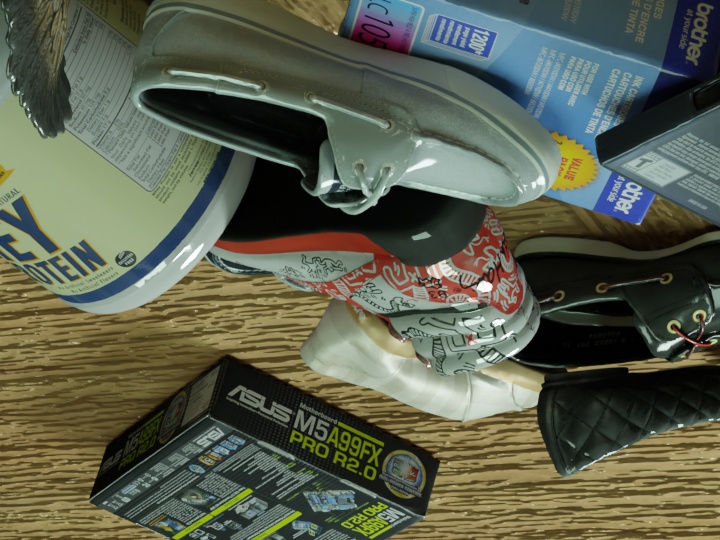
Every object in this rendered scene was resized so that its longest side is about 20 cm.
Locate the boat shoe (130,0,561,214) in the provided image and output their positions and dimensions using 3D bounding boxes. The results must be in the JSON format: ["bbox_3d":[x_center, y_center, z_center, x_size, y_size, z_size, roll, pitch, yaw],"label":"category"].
[{"bbox_3d":[-0.010,-0.061,1.278,0.200,0.072,0.070,21,151,-4],"label":"boat shoe"}]

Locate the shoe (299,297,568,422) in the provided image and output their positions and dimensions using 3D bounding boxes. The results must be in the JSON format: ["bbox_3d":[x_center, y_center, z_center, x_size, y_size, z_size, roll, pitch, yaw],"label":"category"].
[{"bbox_3d":[0.041,0.044,1.543,0.053,0.070,0.199,-47,145,20],"label":"shoe"}]

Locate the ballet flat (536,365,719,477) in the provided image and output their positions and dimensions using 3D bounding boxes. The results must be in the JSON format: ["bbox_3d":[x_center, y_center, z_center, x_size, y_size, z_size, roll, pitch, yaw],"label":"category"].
[{"bbox_3d":[0.179,0.081,1.541,0.199,0.057,0.066,0,175,-29],"label":"ballet flat"}]

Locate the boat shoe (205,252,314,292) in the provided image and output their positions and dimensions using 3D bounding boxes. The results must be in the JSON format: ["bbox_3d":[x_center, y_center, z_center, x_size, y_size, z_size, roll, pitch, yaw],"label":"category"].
[{"bbox_3d":[-0.025,-0.023,1.511,0.072,0.068,0.199,34,146,-30],"label":"boat shoe"}]

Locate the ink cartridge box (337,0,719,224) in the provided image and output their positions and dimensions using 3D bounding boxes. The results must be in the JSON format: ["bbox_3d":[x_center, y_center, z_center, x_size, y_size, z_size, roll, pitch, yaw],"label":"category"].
[{"bbox_3d":[0.090,-0.100,1.313,0.199,0.077,0.137,16,151,-2],"label":"ink cartridge box"}]

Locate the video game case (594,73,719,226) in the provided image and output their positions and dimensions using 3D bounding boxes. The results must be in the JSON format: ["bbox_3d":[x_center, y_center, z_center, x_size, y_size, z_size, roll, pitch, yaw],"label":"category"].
[{"bbox_3d":[0.224,-0.072,1.259,0.199,0.019,0.142,-27,149,31],"label":"video game case"}]

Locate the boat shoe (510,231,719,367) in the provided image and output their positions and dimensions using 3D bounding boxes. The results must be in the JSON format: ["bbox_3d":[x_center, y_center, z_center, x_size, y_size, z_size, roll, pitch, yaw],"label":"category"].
[{"bbox_3d":[0.167,0.020,1.496,0.200,0.063,0.074,-2,145,27],"label":"boat shoe"}]

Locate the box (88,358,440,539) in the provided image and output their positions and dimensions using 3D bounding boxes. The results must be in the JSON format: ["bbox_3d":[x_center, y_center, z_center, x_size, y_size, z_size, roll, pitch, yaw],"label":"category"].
[{"bbox_3d":[-0.066,0.136,1.835,0.159,0.045,0.200,26,150,-17],"label":"box"}]

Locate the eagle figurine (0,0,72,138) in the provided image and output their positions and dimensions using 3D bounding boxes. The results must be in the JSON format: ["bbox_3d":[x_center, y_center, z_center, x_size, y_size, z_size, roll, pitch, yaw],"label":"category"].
[{"bbox_3d":[-0.143,-0.177,1.245,0.151,0.151,0.200,-33,116,27],"label":"eagle figurine"}]

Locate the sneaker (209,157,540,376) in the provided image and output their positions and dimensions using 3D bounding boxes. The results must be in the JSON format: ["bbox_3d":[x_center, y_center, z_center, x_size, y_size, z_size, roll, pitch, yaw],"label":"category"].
[{"bbox_3d":[0.000,0.001,1.414,0.201,0.067,0.108,4,138,45],"label":"sneaker"}]

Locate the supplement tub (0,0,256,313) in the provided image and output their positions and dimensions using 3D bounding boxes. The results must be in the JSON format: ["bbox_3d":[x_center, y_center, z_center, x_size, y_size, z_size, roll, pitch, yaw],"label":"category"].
[{"bbox_3d":[-0.163,-0.085,1.393,0.144,0.146,0.200,-15,139,44],"label":"supplement tub"}]
